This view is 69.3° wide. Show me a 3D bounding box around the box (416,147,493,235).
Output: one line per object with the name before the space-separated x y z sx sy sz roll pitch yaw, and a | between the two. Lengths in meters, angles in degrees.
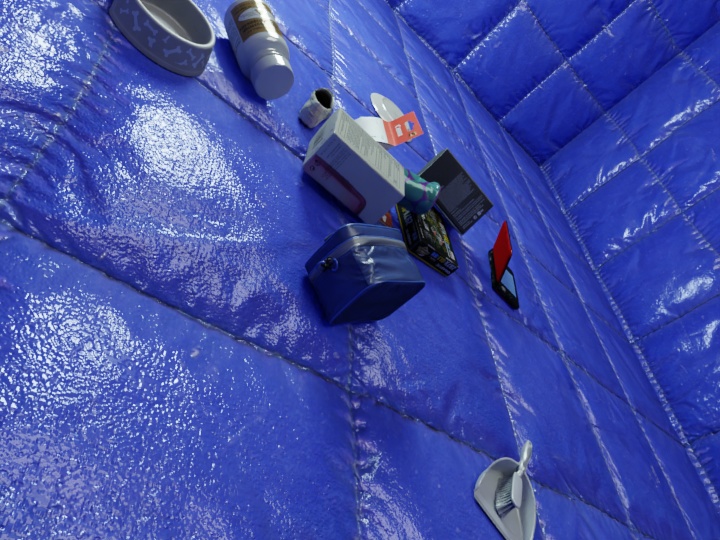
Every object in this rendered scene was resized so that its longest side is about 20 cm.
box | 0.251 -0.221 1.450 0.197 0.124 0.200 47 10 -6

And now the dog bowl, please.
dog bowl | -0.353 -0.455 0.950 0.199 0.058 0.203 37 32 -28

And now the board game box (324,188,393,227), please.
board game box | -0.003 -0.167 1.182 0.198 0.019 0.105 32 36 -33

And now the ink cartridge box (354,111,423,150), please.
ink cartridge box | 0.036 -0.322 1.208 0.058 0.196 0.164 56 15 -32

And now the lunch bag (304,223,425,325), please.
lunch bag | 0.000 0.000 0.884 0.197 0.135 0.135 3 54 -52

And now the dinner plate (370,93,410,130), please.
dinner plate | 0.109 -0.510 1.715 0.198 0.024 0.203 35 34 -28

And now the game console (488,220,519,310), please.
game console | 0.456 -0.017 1.580 0.172 0.118 0.202 42 31 -17

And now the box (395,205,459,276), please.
box | 0.165 -0.102 1.324 0.158 0.049 0.204 31 35 -38

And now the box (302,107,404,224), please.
box | -0.010 -0.215 1.093 0.199 0.108 0.130 38 32 -23

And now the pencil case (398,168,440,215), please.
pencil case | 0.088 -0.211 1.241 0.196 0.085 0.094 28 52 -6

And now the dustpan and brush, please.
dustpan and brush | 0.282 0.382 0.950 0.141 0.057 0.200 52 29 -1

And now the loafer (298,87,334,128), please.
loafer | -0.092 -0.405 1.259 0.070 0.069 0.202 41 31 -18

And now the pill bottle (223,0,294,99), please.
pill bottle | -0.213 -0.471 1.112 0.113 0.114 0.204 8 51 -51
